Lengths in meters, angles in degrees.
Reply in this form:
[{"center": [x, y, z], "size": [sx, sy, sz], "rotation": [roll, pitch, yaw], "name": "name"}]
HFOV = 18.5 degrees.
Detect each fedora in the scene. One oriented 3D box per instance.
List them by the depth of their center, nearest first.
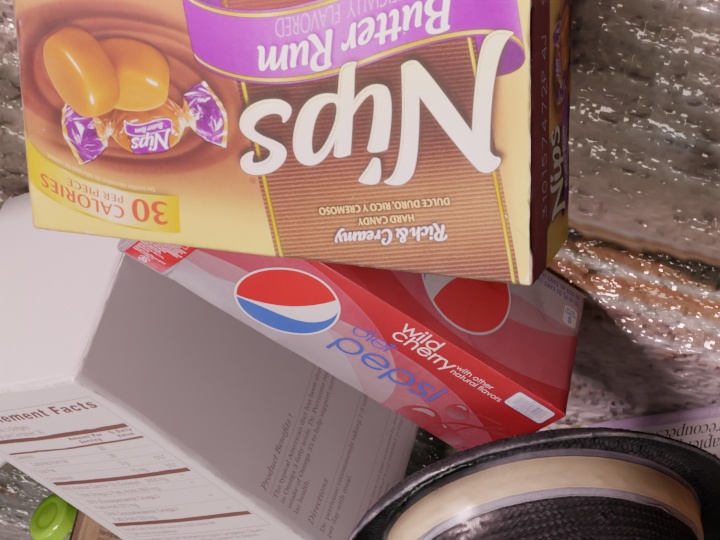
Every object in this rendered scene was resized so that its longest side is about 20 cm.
[{"center": [0.091, 0.152, 0.987], "size": [0.199, 0.092, 0.201], "rotation": [-8, 144, -6], "name": "fedora"}]

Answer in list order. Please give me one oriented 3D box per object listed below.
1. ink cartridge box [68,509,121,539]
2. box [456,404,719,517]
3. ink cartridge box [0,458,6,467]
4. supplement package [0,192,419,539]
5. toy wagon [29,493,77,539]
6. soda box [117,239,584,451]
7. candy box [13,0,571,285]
[{"center": [-0.068, 0.193, 1.200], "size": [0.199, 0.166, 0.075], "rotation": [18, 158, -9], "name": "ink cartridge box"}, {"center": [0.128, 0.098, 1.074], "size": [0.199, 0.039, 0.041], "rotation": [-13, 140, 43], "name": "box"}, {"center": [-0.270, 0.068, 1.197], "size": [0.146, 0.083, 0.200], "rotation": [27, 149, -17], "name": "ink cartridge box"}, {"center": [-0.082, 0.057, 1.038], "size": [0.117, 0.117, 0.200], "rotation": [-11, 140, 43], "name": "supplement package"}, {"center": [-0.131, 0.182, 1.363], "size": [0.199, 0.040, 0.155], "rotation": [-11, 139, 43], "name": "toy wagon"}, {"center": [0.000, 0.000, 0.941], "size": [0.199, 0.070, 0.063], "rotation": [32, 140, -24], "name": "soda box"}, {"center": [-0.024, -0.066, 0.805], "size": [0.199, 0.056, 0.117], "rotation": [8, 114, 20], "name": "candy box"}]
